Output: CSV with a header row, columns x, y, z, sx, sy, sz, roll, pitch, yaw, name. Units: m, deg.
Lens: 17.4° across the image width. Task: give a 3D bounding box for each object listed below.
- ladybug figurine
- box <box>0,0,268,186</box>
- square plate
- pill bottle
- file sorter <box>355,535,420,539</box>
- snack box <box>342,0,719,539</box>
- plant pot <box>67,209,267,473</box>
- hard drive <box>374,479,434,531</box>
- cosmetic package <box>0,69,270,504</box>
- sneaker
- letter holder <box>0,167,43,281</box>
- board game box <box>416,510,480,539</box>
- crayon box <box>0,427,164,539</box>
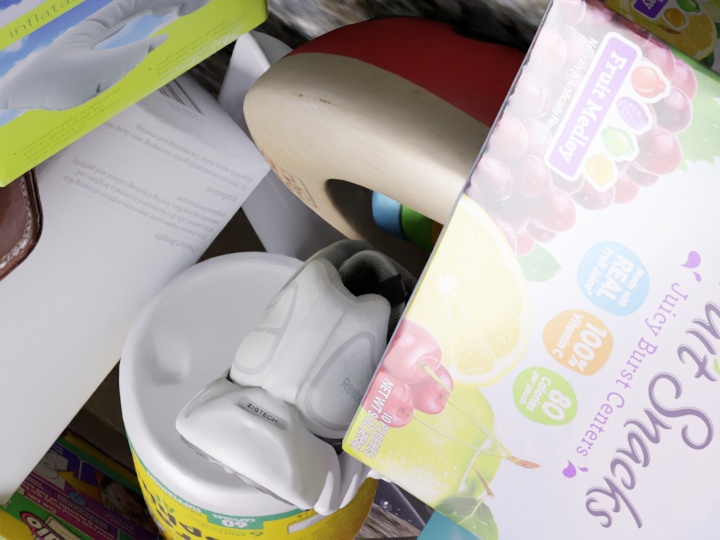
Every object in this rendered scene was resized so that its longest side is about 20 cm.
x,y,z,sx,sy,sz,roll,pitch,yaw,name
0.048,-0.031,0.809,0.199,0.072,0.136,29,167,23,ladybug figurine
-0.092,-0.106,0.768,0.048,0.122,0.200,55,171,13,box
0.000,0.000,1.012,0.199,0.028,0.200,57,168,4,square plate
-0.046,0.077,1.051,0.112,0.113,0.200,32,162,10,pill bottle
-0.042,0.228,1.275,0.138,0.126,0.199,-7,-175,41,file sorter
0.091,0.015,0.694,0.142,0.053,0.201,31,133,8,snack box
-0.117,0.046,1.272,0.200,0.201,0.177,39,157,-21,plant pot
-0.022,0.095,1.514,0.134,0.042,0.200,27,165,31,hard drive
-0.146,-0.005,0.989,0.113,0.200,0.081,26,-160,-51,cosmetic package
-0.001,0.030,0.843,0.075,0.081,0.200,27,-172,7,sneaker
-0.233,-0.026,0.905,0.100,0.199,0.143,34,-149,-48,letter holder
0.085,0.172,1.167,0.150,0.201,0.047,21,163,44,board game box
-0.167,0.117,1.098,0.199,0.058,0.173,34,-168,-13,crayon box
